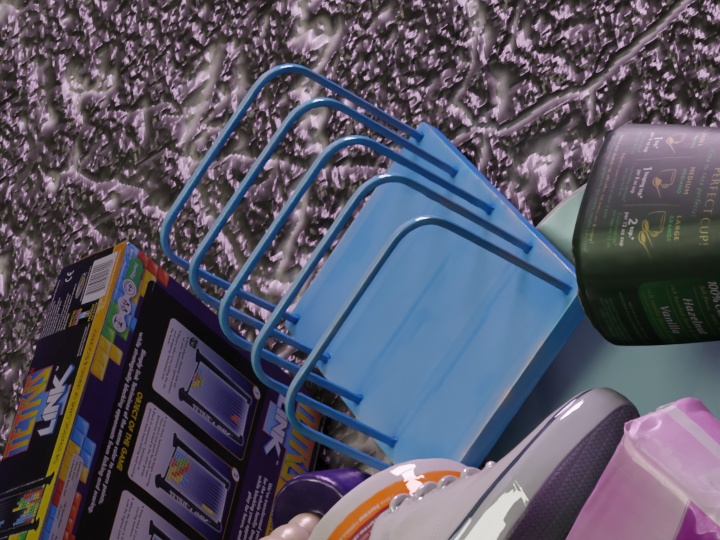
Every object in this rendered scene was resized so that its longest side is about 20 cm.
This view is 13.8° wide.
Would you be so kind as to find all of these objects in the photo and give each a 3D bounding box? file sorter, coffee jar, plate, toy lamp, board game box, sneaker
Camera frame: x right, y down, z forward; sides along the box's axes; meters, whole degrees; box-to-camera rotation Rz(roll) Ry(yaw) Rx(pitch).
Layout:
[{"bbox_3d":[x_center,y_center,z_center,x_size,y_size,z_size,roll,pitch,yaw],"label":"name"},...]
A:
[{"bbox_3d":[0.000,0.000,1.541,0.139,0.122,0.200,-55,35,10],"label":"file sorter"},{"bbox_3d":[0.205,-0.017,1.383,0.199,0.085,0.105,0,51,29],"label":"coffee jar"},{"bbox_3d":[0.141,0.040,1.488,0.200,0.026,0.201,-19,60,36],"label":"plate"},{"bbox_3d":[-0.049,0.145,1.499,0.058,0.200,0.058,9,107,29],"label":"toy lamp"},{"bbox_3d":[-0.106,0.113,1.542,0.057,0.165,0.200,-20,41,36],"label":"board game box"},{"bbox_3d":[0.044,0.121,1.361,0.071,0.073,0.200,35,72,33],"label":"sneaker"}]

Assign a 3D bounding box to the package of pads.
[{"bbox_3d":[0.171,0.162,1.292,0.200,0.076,0.121,43,123,28],"label":"package of pads"}]

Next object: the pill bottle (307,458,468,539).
[{"bbox_3d":[0.061,0.191,1.425,0.114,0.114,0.200,-51,46,11],"label":"pill bottle"}]
